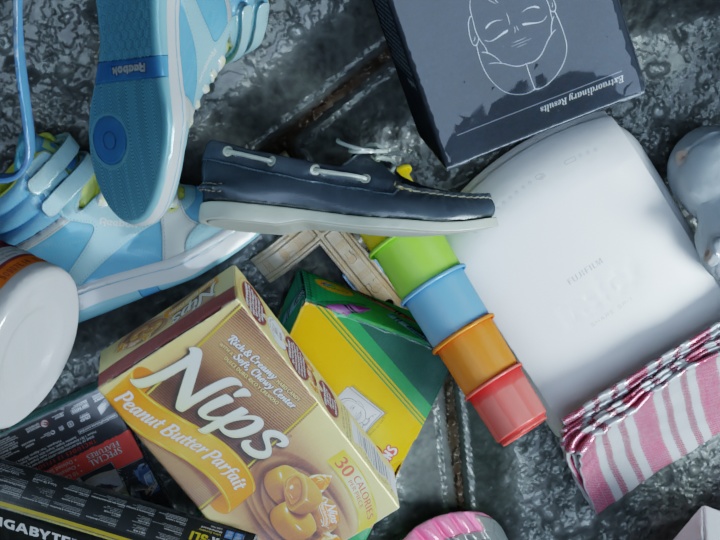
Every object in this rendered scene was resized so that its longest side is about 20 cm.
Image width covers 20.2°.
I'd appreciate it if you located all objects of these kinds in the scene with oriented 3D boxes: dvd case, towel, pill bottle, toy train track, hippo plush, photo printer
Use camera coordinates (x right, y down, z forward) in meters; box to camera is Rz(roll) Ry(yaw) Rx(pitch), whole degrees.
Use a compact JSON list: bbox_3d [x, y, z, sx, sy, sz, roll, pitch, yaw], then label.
[{"bbox_3d":[-0.206,0.195,1.475,0.145,0.022,0.201,-26,107,0],"label":"dvd case"},{"bbox_3d":[0.240,0.098,1.463,0.199,0.030,0.147,-32,150,0],"label":"towel"},{"bbox_3d":[-0.295,0.015,1.324,0.199,0.114,0.115,23,104,20],"label":"pill bottle"},{"bbox_3d":[0.000,0.000,1.444,0.114,0.033,0.200,-39,108,4],"label":"toy train track"},{"bbox_3d":[0.309,-0.055,1.418,0.160,0.159,0.201,-34,72,20],"label":"hippo plush"},{"bbox_3d":[0.158,-0.002,1.447,0.166,0.069,0.201,-33,108,2],"label":"photo printer"}]

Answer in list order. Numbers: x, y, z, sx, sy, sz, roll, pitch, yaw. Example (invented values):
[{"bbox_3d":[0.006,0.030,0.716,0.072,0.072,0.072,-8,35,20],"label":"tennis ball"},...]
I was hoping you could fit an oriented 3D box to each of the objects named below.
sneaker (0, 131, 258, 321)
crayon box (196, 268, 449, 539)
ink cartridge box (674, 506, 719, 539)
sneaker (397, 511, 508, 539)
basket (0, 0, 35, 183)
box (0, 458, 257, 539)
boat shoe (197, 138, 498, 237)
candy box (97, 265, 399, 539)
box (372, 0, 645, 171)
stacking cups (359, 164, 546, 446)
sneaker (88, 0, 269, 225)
[{"bbox_3d":[-0.165,-0.051,1.372,0.199,0.080,0.131,-23,109,0],"label":"sneaker"},{"bbox_3d":[-0.028,0.112,1.445,0.118,0.058,0.201,20,110,-14],"label":"crayon box"},{"bbox_3d":[0.267,0.282,1.486,0.144,0.085,0.200,20,131,-13],"label":"ink cartridge box"},{"bbox_3d":[0.020,0.242,1.496,0.199,0.095,0.079,-28,91,-24],"label":"sneaker"},{"bbox_3d":[-0.311,-0.144,1.300,0.198,0.139,0.178,-1,105,3],"label":"basket"},{"bbox_3d":[-0.180,0.227,1.406,0.199,0.049,0.161,16,128,5],"label":"box"},{"bbox_3d":[-0.007,-0.054,1.329,0.198,0.075,0.062,3,84,3],"label":"boat shoe"},{"bbox_3d":[-0.075,0.109,1.374,0.115,0.055,0.200,-32,113,10],"label":"candy box"},{"bbox_3d":[0.085,-0.194,1.362,0.147,0.107,0.201,-20,107,-3],"label":"box"},{"bbox_3d":[0.060,0.027,1.387,0.060,0.061,0.201,-31,84,2],"label":"stacking cups"},{"bbox_3d":[-0.111,-0.131,1.338,0.130,0.079,0.202,-5,101,-52],"label":"sneaker"}]
